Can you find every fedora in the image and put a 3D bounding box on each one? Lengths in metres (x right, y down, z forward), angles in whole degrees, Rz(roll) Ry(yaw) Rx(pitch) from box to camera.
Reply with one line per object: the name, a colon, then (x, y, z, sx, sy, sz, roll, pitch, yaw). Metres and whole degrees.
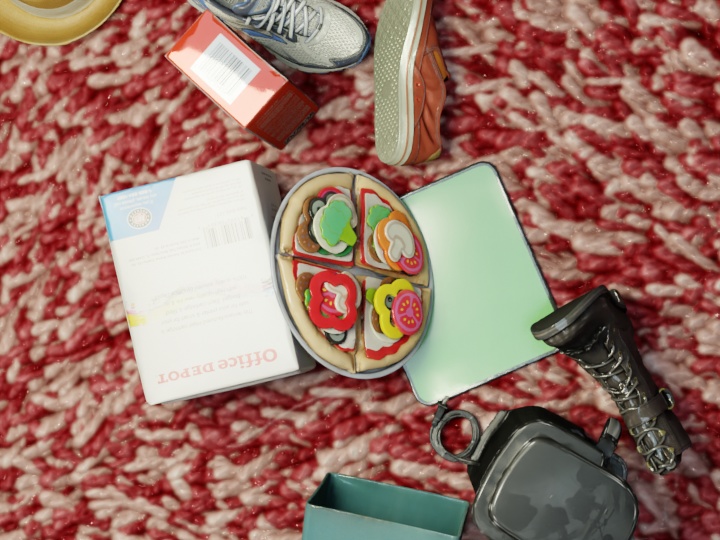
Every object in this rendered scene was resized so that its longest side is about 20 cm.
fedora: (-0.316, -0.321, 1.727, 0.201, 0.082, 0.201, 0, 89, 6)

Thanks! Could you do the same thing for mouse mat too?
mouse mat: (0.092, 0.013, 1.714, 0.161, 0.008, 0.200, -23, 87, 5)

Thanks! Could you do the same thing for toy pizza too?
toy pizza: (0.000, 0.000, 1.639, 0.032, 0.200, 0.200, -16, 86, 47)

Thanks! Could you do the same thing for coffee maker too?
coffee maker: (0.150, 0.193, 1.604, 0.192, 0.200, 0.135, 8, 89, 5)

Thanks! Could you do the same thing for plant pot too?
plant pot: (0.011, 0.311, 1.654, 0.141, 0.141, 0.200, 11, 97, 6)

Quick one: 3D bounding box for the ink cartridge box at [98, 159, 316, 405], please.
ink cartridge box: (-0.139, 0.014, 1.669, 0.147, 0.145, 0.200, -13, 87, 6)

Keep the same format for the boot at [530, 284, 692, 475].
boot: (0.240, 0.104, 1.609, 0.069, 0.200, 0.174, -31, 78, 23)

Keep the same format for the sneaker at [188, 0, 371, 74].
sneaker: (-0.087, -0.247, 1.701, 0.200, 0.085, 0.077, 22, 91, 5)

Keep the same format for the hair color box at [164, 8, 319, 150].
hair color box: (-0.106, -0.173, 1.643, 0.102, 0.200, 0.061, 42, 93, 5)

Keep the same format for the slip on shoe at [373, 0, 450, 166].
slip on shoe: (0.053, -0.196, 1.701, 0.061, 0.074, 0.200, 6, 82, -28)
